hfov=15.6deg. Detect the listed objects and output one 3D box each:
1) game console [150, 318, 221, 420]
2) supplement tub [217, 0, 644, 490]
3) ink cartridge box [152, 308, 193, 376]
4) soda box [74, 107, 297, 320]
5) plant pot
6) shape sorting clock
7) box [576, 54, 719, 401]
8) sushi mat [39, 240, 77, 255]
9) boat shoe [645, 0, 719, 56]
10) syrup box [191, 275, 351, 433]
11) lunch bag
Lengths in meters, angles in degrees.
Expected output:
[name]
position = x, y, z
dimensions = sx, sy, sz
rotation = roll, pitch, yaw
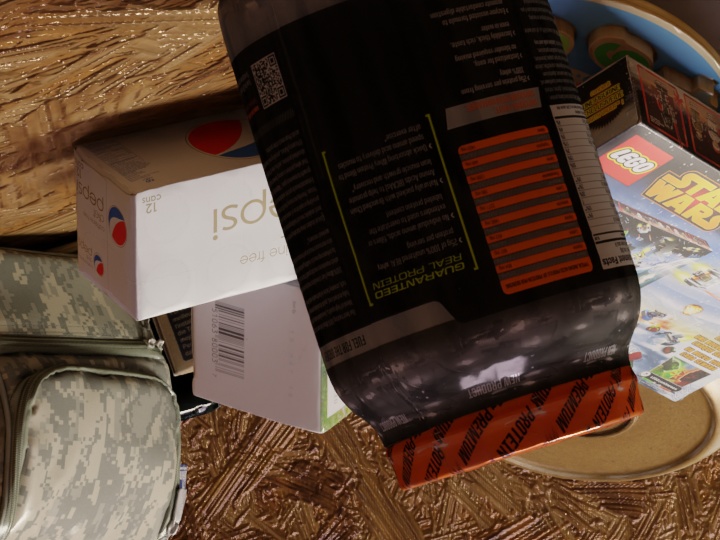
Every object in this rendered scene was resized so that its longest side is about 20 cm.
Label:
[game console]
position = -0.214, 0.073, 1.728
dimensions = 0.199, 0.176, 0.117
rotation = -16, 146, -24
[supplement tub]
position = 0.030, -0.028, 0.981
dimensions = 0.122, 0.201, 0.123
rotation = -17, 175, -2
[ink cartridge box]
position = -0.023, -0.006, 1.625
dimensions = 0.164, 0.075, 0.200
rotation = -21, 179, 17
[soda box]
position = -0.035, -0.039, 1.261
dimensions = 0.199, 0.068, 0.064
rotation = -14, -150, -29
[plant pot]
position = 0.126, 0.070, 1.498
dimensions = 0.199, 0.028, 0.200
rotation = 8, 148, 5
[shape sorting clock]
position = 0.072, -0.059, 1.189
dimensions = 0.199, 0.039, 0.200
rotation = -2, 146, -1
[box]
position = 0.133, -0.014, 1.197
dimensions = 0.137, 0.040, 0.200
rotation = -30, 140, 33
[sushi mat]
position = -0.156, -0.012, 1.548
dimensions = 0.199, 0.012, 0.096
rotation = -18, 173, -1
[boat shoe]
position = 0.133, -0.114, 1.221
dimensions = 0.199, 0.069, 0.057
rotation = -16, -171, 17
[syrup box]
position = 0.000, 0.000, 1.351
dimensions = 0.081, 0.079, 0.200
rotation = 15, -150, 27
[lunch bag]
position = -0.192, 0.087, 1.481
dimensions = 0.139, 0.168, 0.200
rotation = -24, 165, 24
